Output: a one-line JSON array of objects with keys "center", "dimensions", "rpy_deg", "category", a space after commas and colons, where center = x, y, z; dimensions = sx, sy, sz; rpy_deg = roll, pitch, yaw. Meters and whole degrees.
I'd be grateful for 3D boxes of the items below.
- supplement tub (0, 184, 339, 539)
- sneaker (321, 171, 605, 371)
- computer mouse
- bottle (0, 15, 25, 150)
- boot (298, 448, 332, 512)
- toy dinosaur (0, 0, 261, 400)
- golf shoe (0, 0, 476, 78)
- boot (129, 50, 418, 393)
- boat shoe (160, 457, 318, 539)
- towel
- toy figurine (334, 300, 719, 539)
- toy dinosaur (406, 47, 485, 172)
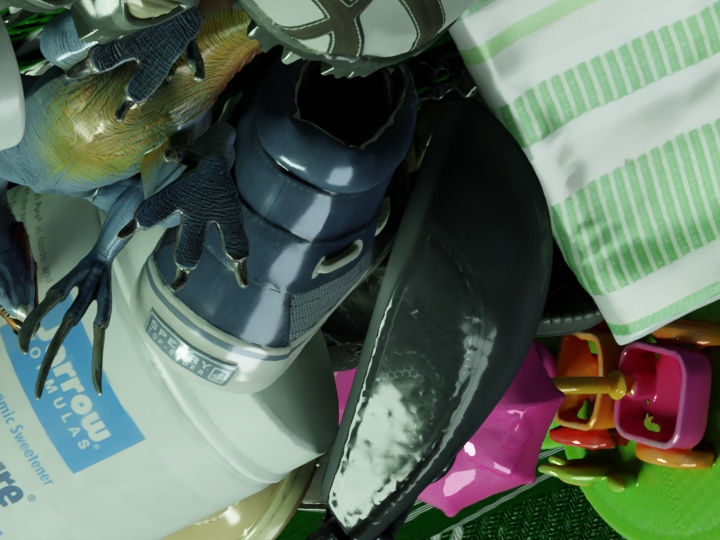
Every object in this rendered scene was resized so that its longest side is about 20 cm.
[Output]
[{"center": [-0.123, 0.046, 0.937], "dimensions": [0.199, 0.132, 0.132], "rpy_deg": [-27, 170, 14], "category": "supplement tub"}, {"center": [0.000, 0.003, 1.036], "dimensions": [0.199, 0.060, 0.104], "rpy_deg": [6, 160, 4], "category": "sneaker"}, {"center": [0.027, 0.035, 0.919], "dimensions": [0.139, 0.052, 0.201], "rpy_deg": [-65, 173, -55], "category": "computer mouse"}, {"center": [-0.177, -0.021, 0.631], "dimensions": [0.199, 0.066, 0.084], "rpy_deg": [-20, 171, -21], "category": "bottle"}, {"center": [-0.078, 0.077, 1.247], "dimensions": [0.199, 0.070, 0.174], "rpy_deg": [3, 179, 16], "category": "boot"}, {"center": [-0.069, -0.033, 0.790], "dimensions": [0.199, 0.105, 0.181], "rpy_deg": [-33, -170, -10], "category": "toy dinosaur"}, {"center": [-0.004, -0.095, 0.620], "dimensions": [0.094, 0.078, 0.200], "rpy_deg": [-30, 170, 33], "category": "golf shoe"}, {"center": [-0.007, -0.040, 0.854], "dimensions": [0.091, 0.073, 0.200], "rpy_deg": [-56, -175, 27], "category": "boot"}, {"center": [-0.089, 0.058, 1.037], "dimensions": [0.200, 0.064, 0.071], "rpy_deg": [17, -108, 55], "category": "boat shoe"}, {"center": [0.120, -0.067, 0.906], "dimensions": [0.152, 0.023, 0.200], "rpy_deg": [-25, 136, 5], "category": "towel"}, {"center": [0.058, 0.045, 1.168], "dimensions": [0.183, 0.151, 0.200], "rpy_deg": [2, -174, -40], "category": "toy figurine"}, {"center": [0.073, -0.080, 0.986], "dimensions": [0.199, 0.048, 0.088], "rpy_deg": [-29, -176, 26], "category": "toy dinosaur"}]
